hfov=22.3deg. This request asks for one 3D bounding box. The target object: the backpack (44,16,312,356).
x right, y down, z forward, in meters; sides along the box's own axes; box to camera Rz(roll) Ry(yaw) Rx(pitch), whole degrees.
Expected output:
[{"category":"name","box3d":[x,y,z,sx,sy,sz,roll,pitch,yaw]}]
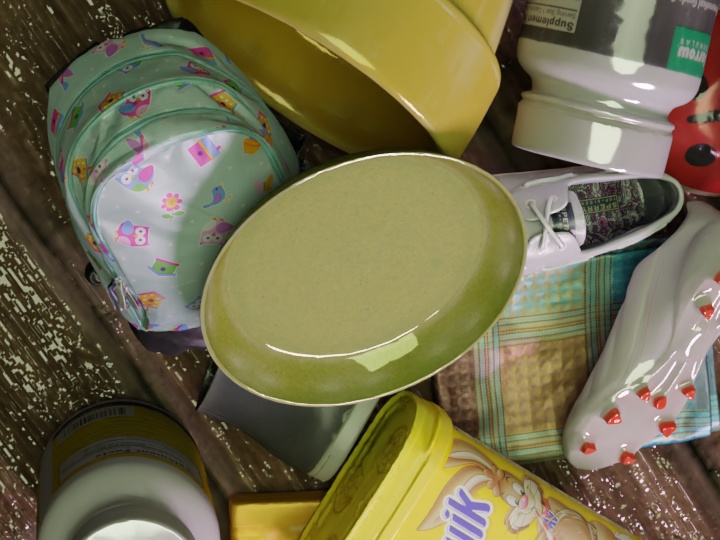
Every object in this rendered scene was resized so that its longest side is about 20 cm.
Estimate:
[{"category":"backpack","box3d":[-0.102,-0.050,1.093,0.166,0.127,0.200,-31,137,-6]}]

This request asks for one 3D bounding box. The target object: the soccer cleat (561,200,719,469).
[{"category":"soccer cleat","box3d":[0.194,0.046,1.207,0.069,0.078,0.200,15,119,-32]}]

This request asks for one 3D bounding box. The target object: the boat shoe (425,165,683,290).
[{"category":"boat shoe","box3d":[0.119,-0.030,1.159,0.199,0.068,0.072,-6,90,-31]}]

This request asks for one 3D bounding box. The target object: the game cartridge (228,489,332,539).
[{"category":"game cartridge","box3d":[-0.003,0.249,1.252,0.175,0.032,0.201,-2,103,-9]}]

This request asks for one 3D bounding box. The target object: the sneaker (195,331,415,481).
[{"category":"sneaker","box3d":[-0.023,0.028,1.179,0.106,0.075,0.201,26,93,-11]}]

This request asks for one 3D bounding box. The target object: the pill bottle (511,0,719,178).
[{"category":"pill bottle","box3d":[0.157,-0.163,1.089,0.112,0.113,0.201,10,98,-11]}]

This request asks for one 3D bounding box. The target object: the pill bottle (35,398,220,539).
[{"category":"pill bottle","box3d":[-0.144,0.157,1.121,0.111,0.200,0.112,-2,102,-8]}]

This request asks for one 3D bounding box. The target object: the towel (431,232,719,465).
[{"category":"towel","box3d":[0.145,0.057,1.241,0.199,0.022,0.147,-8,102,-8]}]

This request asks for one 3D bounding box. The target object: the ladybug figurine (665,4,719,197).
[{"category":"ladybug figurine","box3d":[0.265,-0.113,1.199,0.199,0.072,0.136,-14,104,-6]}]

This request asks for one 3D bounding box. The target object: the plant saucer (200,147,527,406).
[{"category":"plant saucer","box3d":[0.000,0.000,1.073,0.199,0.031,0.201,-11,135,-12]}]

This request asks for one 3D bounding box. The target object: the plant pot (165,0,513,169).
[{"category":"plant pot","box3d":[0.015,-0.187,1.090,0.200,0.201,0.189,35,78,-14]}]

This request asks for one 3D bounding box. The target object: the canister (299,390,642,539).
[{"category":"canister","box3d":[0.076,0.191,1.199,0.199,0.087,0.149,31,94,-15]}]
